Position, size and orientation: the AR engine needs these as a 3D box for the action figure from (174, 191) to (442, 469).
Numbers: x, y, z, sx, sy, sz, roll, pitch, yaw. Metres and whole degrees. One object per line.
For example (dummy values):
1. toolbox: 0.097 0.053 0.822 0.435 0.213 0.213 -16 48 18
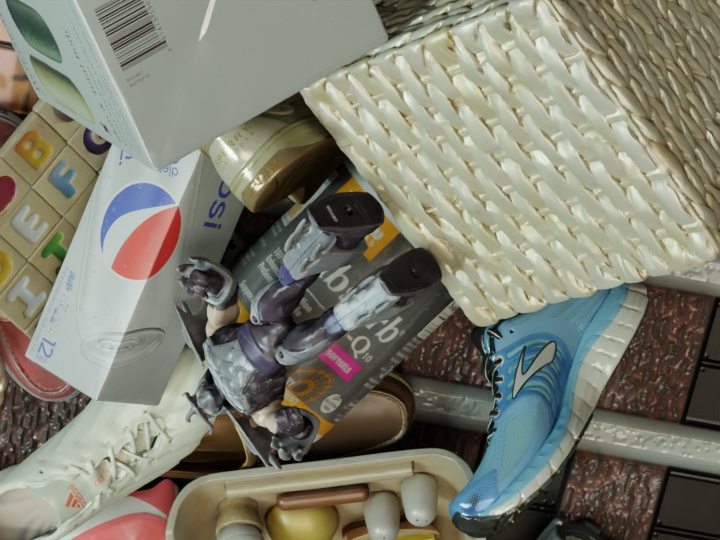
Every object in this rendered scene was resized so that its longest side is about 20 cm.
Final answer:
1. action figure: -0.047 0.033 1.606 0.130 0.069 0.200 52 130 6

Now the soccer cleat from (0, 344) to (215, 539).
1. soccer cleat: -0.164 0.119 1.736 0.199 0.078 0.069 -35 101 13

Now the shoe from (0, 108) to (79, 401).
1. shoe: -0.213 0.007 1.743 0.071 0.091 0.201 -10 115 5

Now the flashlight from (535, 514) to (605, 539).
1. flashlight: 0.098 0.252 1.884 0.067 0.068 0.200 29 117 -15

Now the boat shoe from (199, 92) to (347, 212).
1. boat shoe: -0.041 -0.082 1.615 0.064 0.200 0.071 43 102 6

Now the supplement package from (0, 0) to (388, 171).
1. supplement package: -0.112 -0.171 1.534 0.150 0.200 0.153 -30 114 -14

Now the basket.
1. basket: 0.107 -0.099 1.566 0.197 0.161 0.200 -17 120 40

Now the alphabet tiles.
1. alphabet tiles: -0.151 -0.029 1.704 0.167 0.006 0.200 -51 136 -7

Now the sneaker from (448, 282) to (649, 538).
1. sneaker: 0.098 0.075 1.754 0.090 0.201 0.078 30 153 0

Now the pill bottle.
1. pill bottle: 0.000 0.000 1.720 0.200 0.116 0.116 -44 109 6

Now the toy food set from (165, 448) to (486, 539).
1. toy food set: -0.018 0.184 1.815 0.198 0.061 0.144 -6 144 2

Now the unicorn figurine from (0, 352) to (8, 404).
1. unicorn figurine: -0.293 0.028 1.756 0.199 0.074 0.138 36 104 6

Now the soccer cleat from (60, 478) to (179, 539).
1. soccer cleat: -0.208 0.161 1.831 0.199 0.074 0.068 5 153 22

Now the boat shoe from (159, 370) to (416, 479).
1. boat shoe: -0.063 0.104 1.803 0.198 0.068 0.073 -4 113 1

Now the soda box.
1. soda box: -0.121 -0.023 1.676 0.063 0.068 0.201 28 99 30
